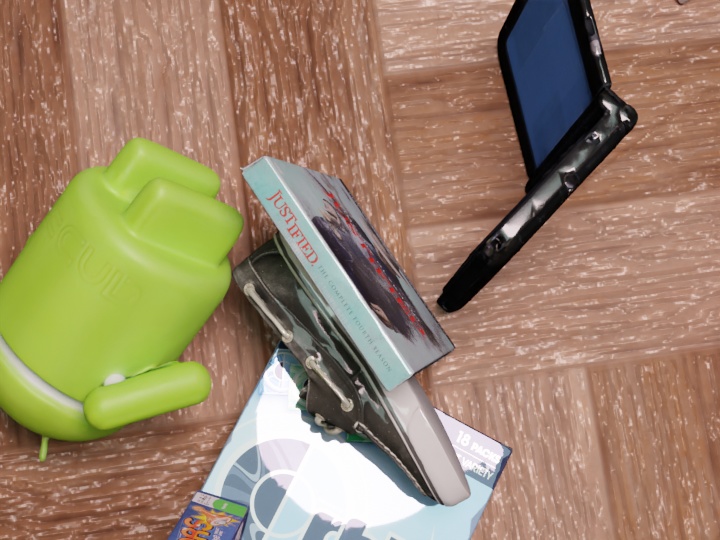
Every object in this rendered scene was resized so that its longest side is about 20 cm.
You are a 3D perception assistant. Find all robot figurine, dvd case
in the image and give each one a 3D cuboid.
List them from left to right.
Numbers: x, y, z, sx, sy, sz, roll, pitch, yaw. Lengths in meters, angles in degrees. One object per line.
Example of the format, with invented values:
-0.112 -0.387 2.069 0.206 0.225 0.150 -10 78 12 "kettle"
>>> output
-0.158 0.019 0.764 0.201 0.115 0.176 -52 46 17 "robot figurine"
0.000 0.000 0.761 0.022 0.200 0.147 -35 83 8 "dvd case"

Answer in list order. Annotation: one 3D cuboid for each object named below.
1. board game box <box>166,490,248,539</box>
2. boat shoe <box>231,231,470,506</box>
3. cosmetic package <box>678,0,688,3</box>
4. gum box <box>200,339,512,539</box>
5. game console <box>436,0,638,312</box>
-0.115 0.243 0.701 0.034 0.135 0.202 16 102 3 "board game box"
-0.006 0.067 0.772 0.063 0.071 0.201 -35 85 5 "boat shoe"
0.214 -0.307 0.881 0.084 0.108 0.201 -35 83 -9 "cosmetic package"
-0.021 0.166 0.805 0.169 0.045 0.201 27 79 1 "gum box"
0.088 -0.084 0.781 0.116 0.200 0.176 44 80 5 "game console"
